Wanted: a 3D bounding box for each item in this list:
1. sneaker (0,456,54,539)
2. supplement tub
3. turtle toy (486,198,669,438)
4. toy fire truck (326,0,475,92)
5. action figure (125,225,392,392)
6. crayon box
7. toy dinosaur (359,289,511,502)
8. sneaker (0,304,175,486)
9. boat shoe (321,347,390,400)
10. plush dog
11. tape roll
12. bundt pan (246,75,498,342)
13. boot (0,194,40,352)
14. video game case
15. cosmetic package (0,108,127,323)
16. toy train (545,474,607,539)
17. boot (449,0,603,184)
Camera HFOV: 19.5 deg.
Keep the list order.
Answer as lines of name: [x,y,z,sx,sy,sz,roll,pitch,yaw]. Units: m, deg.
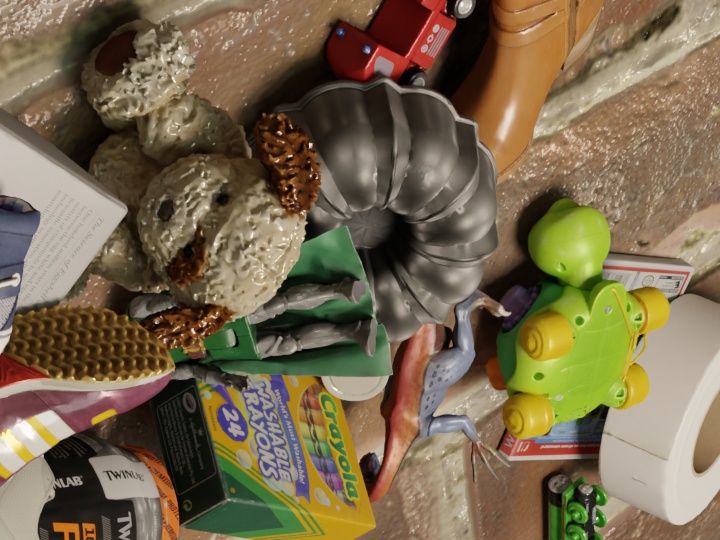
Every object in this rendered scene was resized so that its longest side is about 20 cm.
sneaker: [-0.236,0.110,1.313,0.092,0.200,0.076,20,144,-40]
supplement tub: [-0.229,0.175,1.406,0.200,0.123,0.123,-5,122,-43]
turtle toy: [0.169,0.040,1.714,0.146,0.101,0.200,-13,126,-35]
toy fire truck: [0.027,-0.216,1.425,0.141,0.049,0.200,22,102,-50]
action figure: [-0.089,0.040,1.421,0.055,0.200,0.118,-65,143,-61]
crayon box: [-0.062,0.134,1.534,0.052,0.126,0.200,-32,150,28]
toy dinosaur: [0.033,0.089,1.625,0.200,0.105,0.182,40,82,-40]
sneaker: [-0.204,0.082,1.218,0.200,0.075,0.090,-9,133,-33]
boat shoe: [0.000,0.000,1.552,0.074,0.060,0.200,-2,121,-2]
plush dog: [-0.108,-0.034,1.329,0.160,0.172,0.200,24,100,-51]
tape roll: [0.293,0.126,1.885,0.202,0.071,0.203,-42,144,-40]
bundt pan: [0.005,-0.029,1.453,0.202,0.076,0.202,-5,123,-7]
boot: [-0.259,-0.005,1.102,0.200,0.073,0.090,4,107,-54]
video game case: [0.209,0.078,1.849,0.143,0.017,0.200,4,115,-46]
cosmetic package: [-0.280,-0.020,1.209,0.199,0.123,0.200,-53,140,0]
toy train: [0.197,0.265,1.945,0.042,0.056,0.200,-36,139,-33]
boot: [0.106,-0.160,1.498,0.200,0.074,0.155,-56,163,-19]
